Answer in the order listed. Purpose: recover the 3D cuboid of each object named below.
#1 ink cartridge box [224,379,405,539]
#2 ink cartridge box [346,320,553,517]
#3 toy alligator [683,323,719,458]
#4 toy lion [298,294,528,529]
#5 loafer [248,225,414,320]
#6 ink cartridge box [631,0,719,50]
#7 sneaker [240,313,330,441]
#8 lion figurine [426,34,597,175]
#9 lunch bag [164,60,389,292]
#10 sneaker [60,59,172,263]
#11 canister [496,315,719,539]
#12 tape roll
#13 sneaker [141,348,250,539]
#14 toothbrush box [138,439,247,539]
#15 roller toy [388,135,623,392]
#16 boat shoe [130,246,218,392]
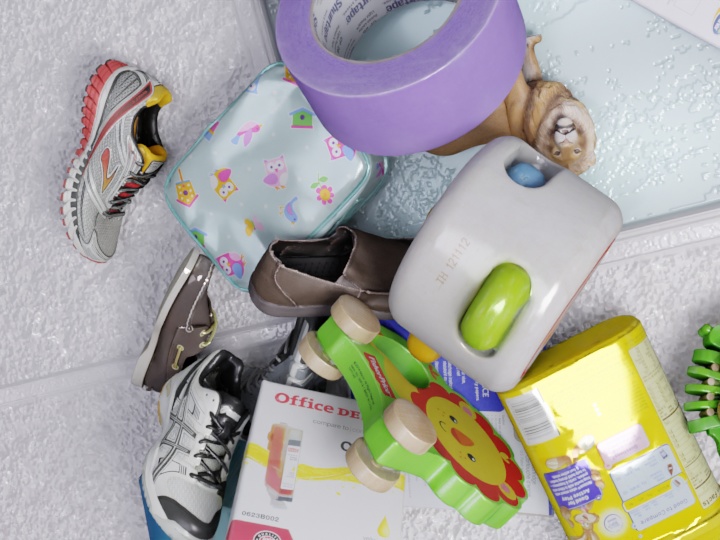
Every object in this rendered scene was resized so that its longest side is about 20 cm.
[{"bbox_3d":[-0.039,0.206,0.972,0.143,0.201,0.084,13,133,-4],"label":"ink cartridge box"},{"bbox_3d":[0.084,0.128,1.066,0.198,0.047,0.200,0,99,17],"label":"ink cartridge box"},{"bbox_3d":[0.303,0.071,0.945,0.054,0.059,0.202,8,78,6],"label":"toy alligator"},{"bbox_3d":[0.057,0.129,0.973,0.069,0.191,0.201,-48,45,20],"label":"toy lion"},{"bbox_3d":[0.000,0.000,1.010,0.198,0.074,0.071,-7,143,-15],"label":"loafer"},{"bbox_3d":[0.296,-0.251,0.922,0.199,0.042,0.120,33,109,14],"label":"ink cartridge box"},{"bbox_3d":[-0.090,0.099,1.092,0.115,0.075,0.202,23,120,20],"label":"sneaker"},{"bbox_3d":[0.110,-0.137,0.999,0.198,0.072,0.124,-3,103,31],"label":"lion figurine"},{"bbox_3d":[-0.079,-0.083,1.065,0.200,0.077,0.161,-44,86,21],"label":"lunch bag"},{"bbox_3d":[-0.240,-0.101,1.118,0.081,0.078,0.202,18,106,14],"label":"sneaker"},{"bbox_3d":[0.220,0.158,0.977,0.147,0.087,0.202,-26,96,3],"label":"canister"},{"bbox_3d":[0.034,-0.203,0.943,0.198,0.085,0.202,-10,59,17],"label":"tape roll"},{"bbox_3d":[-0.143,0.152,1.021,0.075,0.201,0.087,33,121,-33],"label":"sneaker"},{"bbox_3d":[-0.105,0.250,1.104,0.198,0.086,0.148,14,131,15],"label":"toothbrush box"},{"bbox_3d":[0.113,-0.008,0.925,0.139,0.200,0.183,35,73,11],"label":"roller toy"},{"bbox_3d":[-0.172,0.057,1.105,0.059,0.072,0.201,27,132,-3],"label":"boat shoe"}]
